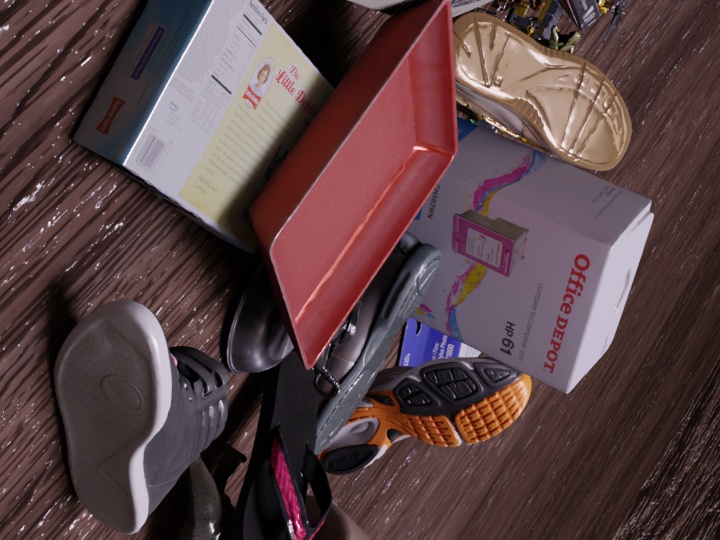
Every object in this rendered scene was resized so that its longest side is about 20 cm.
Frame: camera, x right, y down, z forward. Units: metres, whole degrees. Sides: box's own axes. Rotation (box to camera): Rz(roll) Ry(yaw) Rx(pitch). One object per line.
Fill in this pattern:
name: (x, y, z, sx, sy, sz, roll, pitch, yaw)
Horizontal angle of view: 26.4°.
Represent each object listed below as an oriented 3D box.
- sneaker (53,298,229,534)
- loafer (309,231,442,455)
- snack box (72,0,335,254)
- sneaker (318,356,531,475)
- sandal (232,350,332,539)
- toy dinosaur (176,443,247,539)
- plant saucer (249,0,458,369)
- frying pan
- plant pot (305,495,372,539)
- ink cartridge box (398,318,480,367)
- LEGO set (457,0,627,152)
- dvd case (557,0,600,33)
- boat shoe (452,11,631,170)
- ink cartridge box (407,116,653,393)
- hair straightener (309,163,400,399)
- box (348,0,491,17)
sneaker: (-0.122, 0.063, 0.904, 0.099, 0.071, 0.200, -51, 162, -38)
loafer: (-0.011, 0.053, 1.187, 0.200, 0.063, 0.072, -58, 165, 14)
snack box: (-0.080, -0.088, 0.871, 0.116, 0.037, 0.200, -62, 160, -4)
sneaker: (0.050, 0.101, 1.261, 0.076, 0.200, 0.092, 67, 26, -15)
sandal: (-0.048, 0.149, 1.094, 0.075, 0.045, 0.200, 42, 48, -51)
toy dinosaur: (-0.099, 0.192, 1.100, 0.200, 0.077, 0.102, 99, 11, -47)
plant saucer: (-0.004, -0.057, 0.995, 0.200, 0.037, 0.200, -56, 162, -18)
frying pan: (-0.044, -0.010, 1.076, 0.115, 0.031, 0.190, -20, 134, -67)
plant pot: (-0.036, 0.277, 1.231, 0.200, 0.200, 0.175, -51, 140, -33)
ink cartridge box: (0.106, 0.011, 1.459, 0.200, 0.041, 0.200, -44, 151, -45)
LEGO set: (0.159, -0.180, 1.249, 0.200, 0.116, 0.154, -62, 160, -9)
dvd case: (0.098, -0.248, 0.994, 0.022, 0.146, 0.200, -35, 160, 7)
boat shoe: (0.122, -0.138, 1.157, 0.200, 0.069, 0.074, 30, 86, -33)
ink cartridge box: (0.108, -0.017, 1.192, 0.085, 0.200, 0.145, -42, 150, -48)
hair straightener: (0.000, 0.000, 1.112, 0.077, 0.041, 0.200, 70, 31, -68)
box: (0.028, -0.200, 0.920, 0.200, 0.082, 0.069, -6, 77, -67)
